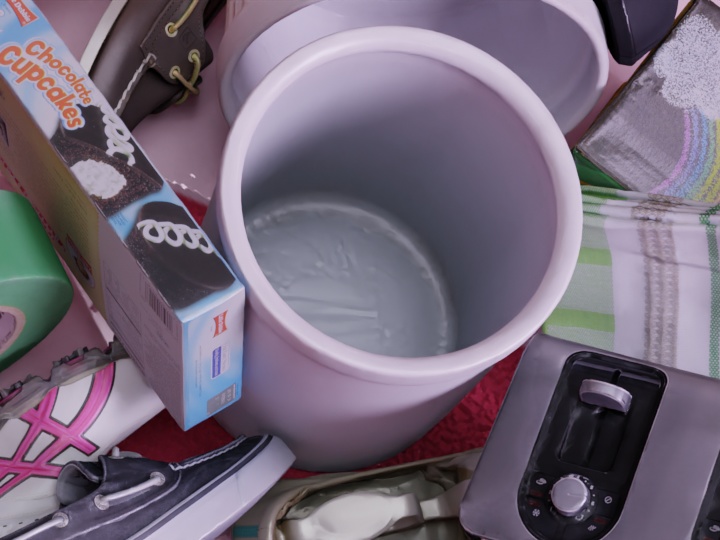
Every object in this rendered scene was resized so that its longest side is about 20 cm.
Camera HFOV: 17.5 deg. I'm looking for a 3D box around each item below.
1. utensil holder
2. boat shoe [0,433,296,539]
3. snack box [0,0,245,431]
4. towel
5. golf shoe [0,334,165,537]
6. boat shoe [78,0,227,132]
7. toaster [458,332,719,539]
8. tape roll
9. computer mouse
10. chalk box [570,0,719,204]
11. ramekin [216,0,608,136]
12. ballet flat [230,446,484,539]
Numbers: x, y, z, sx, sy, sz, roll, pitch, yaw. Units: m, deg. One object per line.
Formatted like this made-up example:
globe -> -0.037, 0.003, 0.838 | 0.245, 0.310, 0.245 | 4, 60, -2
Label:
utensil holder -> 0.000, 0.000, 1.140 | 0.168, 0.200, 0.171 | 4, 69, -11
boat shoe -> -0.113, 0.115, 1.094 | 0.199, 0.072, 0.068 | -31, 82, -38
snack box -> -0.123, -0.032, 1.095 | 0.037, 0.116, 0.200 | -30, 69, -18
towel -> 0.180, 0.036, 1.162 | 0.199, 0.150, 0.031 | 8, 30, 25
golf shoe -> -0.160, 0.102, 1.142 | 0.199, 0.073, 0.092 | -31, 86, -12
boat shoe -> -0.103, -0.126, 1.232 | 0.059, 0.072, 0.201 | 24, 62, 0
toaster -> 0.160, 0.127, 1.099 | 0.180, 0.200, 0.119 | 14, 70, 21
tape roll -> -0.231, 0.033, 1.076 | 0.199, 0.201, 0.048 | -25, 77, -19
computer mouse -> 0.128, -0.192, 1.223 | 0.046, 0.200, 0.141 | -16, 108, 2
chalk box -> 0.205, -0.022, 1.237 | 0.200, 0.124, 0.125 | 40, 67, 2
ramekin -> 0.024, -0.136, 1.200 | 0.198, 0.200, 0.106 | 2, 61, -12
ballet flat -> 0.035, 0.123, 1.178 | 0.198, 0.070, 0.070 | -8, 73, -15
